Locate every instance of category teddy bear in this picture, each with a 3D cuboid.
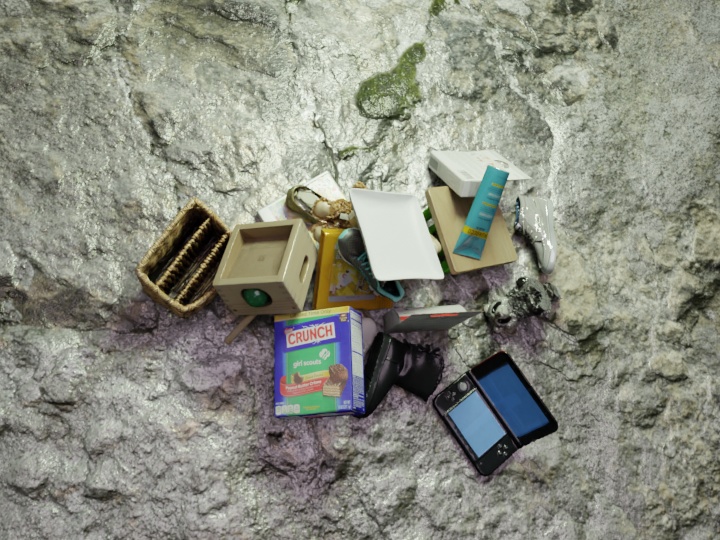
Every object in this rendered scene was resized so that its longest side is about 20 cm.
[{"bbox_3d":[-0.018,-0.114,1.318,0.197,0.067,0.147,-23,109,-18],"label":"teddy bear"}]

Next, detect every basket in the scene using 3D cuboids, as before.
[{"bbox_3d":[-0.338,-0.014,1.238,0.142,0.149,0.201,34,68,-1],"label":"basket"}]

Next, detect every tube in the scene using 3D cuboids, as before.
[{"bbox_3d":[0.266,-0.126,1.333,0.076,0.050,0.203,13,105,-20],"label":"tube"}]

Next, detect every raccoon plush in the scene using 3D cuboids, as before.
[{"bbox_3d":[0.381,0.093,1.429,0.198,0.134,0.098,15,49,-42],"label":"raccoon plush"}]

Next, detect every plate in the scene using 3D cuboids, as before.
[{"bbox_3d":[0.069,-0.068,1.253,0.198,0.032,0.203,0,66,-41],"label":"plate"}]

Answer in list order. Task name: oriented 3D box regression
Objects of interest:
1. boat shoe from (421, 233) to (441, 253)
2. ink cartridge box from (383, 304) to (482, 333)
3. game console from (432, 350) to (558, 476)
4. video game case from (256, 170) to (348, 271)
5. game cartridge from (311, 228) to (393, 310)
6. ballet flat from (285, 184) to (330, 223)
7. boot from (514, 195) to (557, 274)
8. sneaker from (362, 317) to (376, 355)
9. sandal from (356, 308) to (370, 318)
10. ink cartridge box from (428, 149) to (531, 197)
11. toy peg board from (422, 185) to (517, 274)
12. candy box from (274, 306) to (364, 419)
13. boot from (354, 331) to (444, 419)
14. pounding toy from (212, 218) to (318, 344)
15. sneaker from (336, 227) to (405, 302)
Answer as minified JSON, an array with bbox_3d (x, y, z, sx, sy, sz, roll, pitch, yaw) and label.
[{"bbox_3d":[0.096,-0.090,1.390,0.199,0.073,0.064,37,39,30],"label":"boat shoe"},{"bbox_3d":[0.148,0.091,1.292,0.158,0.200,0.051,-2,73,-14],"label":"ink cartridge box"},{"bbox_3d":[0.284,0.307,1.302,0.171,0.119,0.201,-33,82,-20],"label":"game console"},{"bbox_3d":[-0.105,-0.106,1.388,0.198,0.023,0.183,-33,83,-20],"label":"video game case"},{"bbox_3d":[0.000,0.000,1.308,0.196,0.032,0.180,-1,111,-24],"label":"game cartridge"},{"bbox_3d":[-0.075,-0.128,1.355,0.198,0.071,0.071,29,69,-3],"label":"ballet flat"},{"bbox_3d":[0.419,-0.089,1.488,0.094,0.074,0.203,6,64,-5],"label":"boot"},{"bbox_3d":[-0.018,0.191,1.276,0.201,0.084,0.073,-53,123,-16],"label":"sneaker"},{"bbox_3d":[-0.066,0.121,1.310,0.196,0.054,0.082,-13,76,-16],"label":"sandal"},{"bbox_3d":[0.276,-0.231,1.438,0.173,0.045,0.201,-3,30,-16],"label":"ink cartridge box"},{"bbox_3d":[0.239,-0.089,1.440,0.196,0.098,0.203,-10,77,-32],"label":"toy peg board"},{"bbox_3d":[-0.082,0.183,1.205,0.166,0.077,0.204,-9,69,18],"label":"candy box"},{"bbox_3d":[0.083,0.238,1.301,0.160,0.073,0.201,23,84,-20],"label":"boot"},{"bbox_3d":[-0.196,0.025,1.228,0.181,0.143,0.203,-3,51,20],"label":"pounding toy"},{"bbox_3d":[0.030,-0.008,1.249,0.078,0.091,0.200,-46,123,-3],"label":"sneaker"}]
